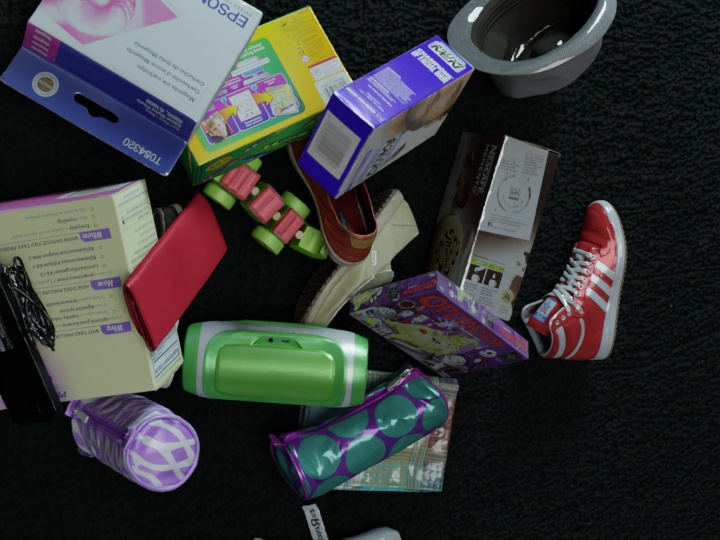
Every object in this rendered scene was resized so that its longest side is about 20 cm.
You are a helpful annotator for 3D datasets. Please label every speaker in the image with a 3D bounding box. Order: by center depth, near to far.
[{"bbox_3d":[-0.093,0.103,1.366,0.198,0.088,0.089,5,97,-2],"label":"speaker"}]

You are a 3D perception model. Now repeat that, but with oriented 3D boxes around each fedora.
[{"bbox_3d":[0.205,-0.266,1.435,0.200,0.177,0.091,-42,139,-14],"label":"fedora"}]

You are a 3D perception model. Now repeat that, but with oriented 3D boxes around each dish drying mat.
[{"bbox_3d":[-0.187,-0.003,1.260,0.018,0.200,0.077,-7,117,21],"label":"dish drying mat"}]

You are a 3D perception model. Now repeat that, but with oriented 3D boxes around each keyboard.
[{"bbox_3d":[-0.335,0.054,1.212,0.040,0.104,0.201,-34,106,-51],"label":"keyboard"}]

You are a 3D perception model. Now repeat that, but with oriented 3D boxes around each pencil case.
[{"bbox_3d":[-0.239,0.170,1.288,0.085,0.199,0.084,38,74,-28],"label":"pencil case"},{"bbox_3d":[-0.002,0.182,1.417,0.199,0.085,0.093,-28,124,-17],"label":"pencil case"}]

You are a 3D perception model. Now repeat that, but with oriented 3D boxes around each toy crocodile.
[{"bbox_3d":[-0.113,-0.079,1.370,0.200,0.062,0.068,43,82,-21],"label":"toy crocodile"}]

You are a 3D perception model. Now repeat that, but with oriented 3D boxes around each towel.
[{"bbox_3d":[0.019,0.193,1.484,0.198,0.022,0.148,6,96,-22],"label":"towel"}]

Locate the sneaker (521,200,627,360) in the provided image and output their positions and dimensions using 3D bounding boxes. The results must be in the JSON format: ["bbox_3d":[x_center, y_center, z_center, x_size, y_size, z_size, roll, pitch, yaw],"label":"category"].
[{"bbox_3d":[0.260,0.015,1.525,0.112,0.071,0.202,-3,101,-24],"label":"sneaker"}]

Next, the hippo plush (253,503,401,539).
[{"bbox_3d":[0.005,0.373,1.429,0.159,0.161,0.201,-30,108,-14],"label":"hippo plush"}]

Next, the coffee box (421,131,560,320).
[{"bbox_3d":[0.147,-0.055,1.448,0.079,0.113,0.202,16,92,-23],"label":"coffee box"}]

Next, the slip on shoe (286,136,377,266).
[{"bbox_3d":[-0.028,-0.105,1.369,0.074,0.061,0.201,-8,71,-30],"label":"slip on shoe"}]

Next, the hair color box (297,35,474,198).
[{"bbox_3d":[0.030,-0.168,1.338,0.065,0.110,0.200,41,44,10],"label":"hair color box"}]

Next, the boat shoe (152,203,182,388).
[{"bbox_3d":[-0.226,0.028,1.336,0.060,0.072,0.204,3,100,-26],"label":"boat shoe"}]

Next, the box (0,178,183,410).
[{"bbox_3d":[-0.292,0.023,1.258,0.174,0.097,0.202,-8,101,11],"label":"box"}]

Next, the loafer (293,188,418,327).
[{"bbox_3d":[0.000,0.000,1.419,0.068,0.076,0.200,40,82,-16],"label":"loafer"}]

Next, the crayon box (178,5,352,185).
[{"bbox_3d":[-0.115,-0.188,1.328,0.199,0.058,0.119,-26,78,-17],"label":"crayon box"}]

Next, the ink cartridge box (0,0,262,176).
[{"bbox_3d":[-0.229,-0.229,1.259,0.195,0.043,0.201,29,69,-6],"label":"ink cartridge box"}]

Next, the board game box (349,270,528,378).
[{"bbox_3d":[0.092,0.065,1.410,0.200,0.119,0.033,35,44,-44],"label":"board game box"}]
